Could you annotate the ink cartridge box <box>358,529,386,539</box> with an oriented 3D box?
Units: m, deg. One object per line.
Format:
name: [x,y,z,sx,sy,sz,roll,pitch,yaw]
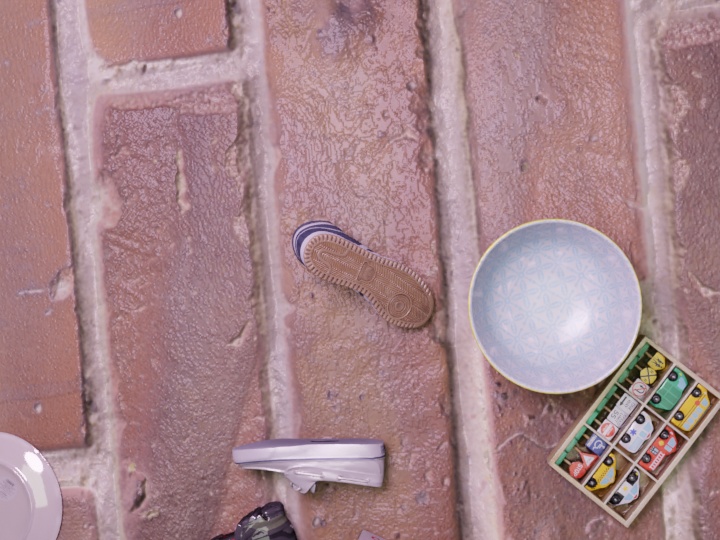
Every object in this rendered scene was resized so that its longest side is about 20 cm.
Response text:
ink cartridge box: [0.029,0.430,1.010,0.145,0.200,0.146,24,92,6]

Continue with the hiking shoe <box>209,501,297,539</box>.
hiking shoe: [-0.164,0.390,1.095,0.199,0.076,0.101,-35,84,6]

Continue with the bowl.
bowl: [0.228,0.039,1.022,0.197,0.108,0.204,0,92,7]

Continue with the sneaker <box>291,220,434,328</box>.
sneaker: [0.000,0.000,1.076,0.199,0.108,0.071,30,92,-25]

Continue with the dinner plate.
dinner plate: [-0.505,0.323,1.162,0.197,0.024,0.204,0,91,6]

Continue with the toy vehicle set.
toy vehicle set: [0.339,0.197,1.053,0.124,0.027,0.201,36,95,5]

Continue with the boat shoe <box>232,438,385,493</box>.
boat shoe: [-0.066,0.250,1.081,0.196,0.074,0.067,-2,87,8]
